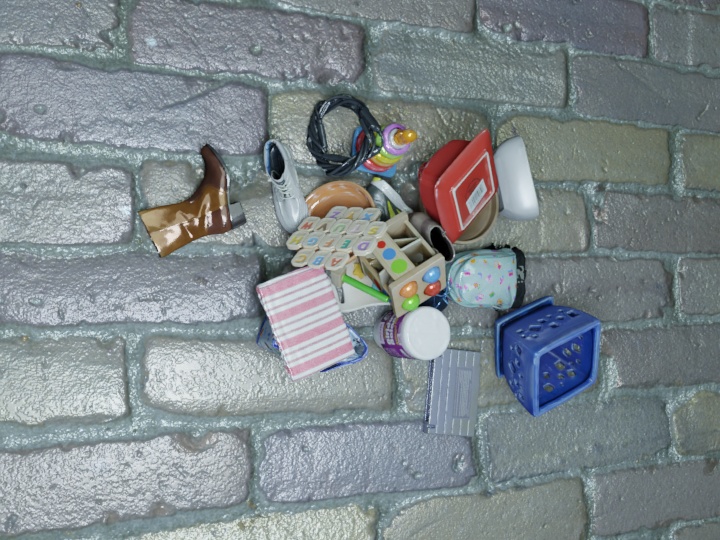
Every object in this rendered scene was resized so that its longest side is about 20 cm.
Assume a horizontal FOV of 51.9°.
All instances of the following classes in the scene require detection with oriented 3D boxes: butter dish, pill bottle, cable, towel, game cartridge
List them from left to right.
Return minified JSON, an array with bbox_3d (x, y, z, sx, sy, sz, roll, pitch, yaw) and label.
[{"bbox_3d":[-0.106,0.099,1.440,0.146,0.030,0.201,-21,91,-24],"label":"towel"},{"bbox_3d":[-0.043,-0.298,1.623,0.163,0.051,0.200,-42,64,14],"label":"cable"},{"bbox_3d":[0.102,0.135,1.605,0.112,0.200,0.113,2,85,-22],"label":"pill bottle"},{"bbox_3d":[0.190,-0.195,1.605,0.200,0.148,0.200,-49,143,-21],"label":"butter dish"},{"bbox_3d":[0.216,0.284,1.732,0.129,0.038,0.201,9,82,-25],"label":"game cartridge"}]

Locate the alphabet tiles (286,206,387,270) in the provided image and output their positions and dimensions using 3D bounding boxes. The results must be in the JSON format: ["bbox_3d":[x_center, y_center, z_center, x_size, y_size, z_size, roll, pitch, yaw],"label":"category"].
[{"bbox_3d":[-0.049,-0.071,1.491,0.196,0.199,0.015,-56,140,-39],"label":"alphabet tiles"}]

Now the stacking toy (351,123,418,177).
[{"bbox_3d":[0.067,-0.280,1.621,0.116,0.200,0.110,10,83,-22],"label":"stacking toy"}]

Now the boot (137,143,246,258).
[{"bbox_3d":[-0.359,-0.146,1.527,0.199,0.068,0.189,-21,102,-15],"label":"boot"}]

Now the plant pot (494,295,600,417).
[{"bbox_3d":[0.421,0.185,1.720,0.199,0.180,0.201,-23,126,-21],"label":"plant pot"}]

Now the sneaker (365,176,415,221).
[{"bbox_3d":[0.076,-0.121,1.694,0.085,0.074,0.200,-44,103,1],"label":"sneaker"}]

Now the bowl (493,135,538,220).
[{"bbox_3d":[0.354,-0.211,1.750,0.074,0.200,0.201,-12,91,3],"label":"bowl"}]

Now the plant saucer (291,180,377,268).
[{"bbox_3d":[-0.052,-0.095,1.591,0.037,0.200,0.201,39,67,-59],"label":"plant saucer"}]

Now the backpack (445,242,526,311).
[{"bbox_3d":[0.285,0.016,1.730,0.199,0.127,0.168,0,90,-19],"label":"backpack"}]

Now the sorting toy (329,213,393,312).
[{"bbox_3d":[0.000,0.000,1.635,0.180,0.107,0.201,-28,96,-14],"label":"sorting toy"}]

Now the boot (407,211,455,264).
[{"bbox_3d":[0.159,-0.047,1.613,0.070,0.146,0.200,-44,121,-8],"label":"boot"}]

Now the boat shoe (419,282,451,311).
[{"bbox_3d":[0.167,0.058,1.647,0.068,0.200,0.084,21,56,9],"label":"boat shoe"}]

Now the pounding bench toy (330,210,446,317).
[{"bbox_3d":[0.056,0.014,1.499,0.200,0.124,0.156,-32,60,-10],"label":"pounding bench toy"}]

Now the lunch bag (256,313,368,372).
[{"bbox_3d":[-0.098,0.143,1.539,0.199,0.170,0.124,19,81,-19],"label":"lunch bag"}]

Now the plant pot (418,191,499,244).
[{"bbox_3d":[0.216,-0.156,1.731,0.200,0.093,0.202,2,85,-21],"label":"plant pot"}]

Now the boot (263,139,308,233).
[{"bbox_3d":[-0.166,-0.177,1.567,0.073,0.096,0.201,-15,86,10],"label":"boot"}]
